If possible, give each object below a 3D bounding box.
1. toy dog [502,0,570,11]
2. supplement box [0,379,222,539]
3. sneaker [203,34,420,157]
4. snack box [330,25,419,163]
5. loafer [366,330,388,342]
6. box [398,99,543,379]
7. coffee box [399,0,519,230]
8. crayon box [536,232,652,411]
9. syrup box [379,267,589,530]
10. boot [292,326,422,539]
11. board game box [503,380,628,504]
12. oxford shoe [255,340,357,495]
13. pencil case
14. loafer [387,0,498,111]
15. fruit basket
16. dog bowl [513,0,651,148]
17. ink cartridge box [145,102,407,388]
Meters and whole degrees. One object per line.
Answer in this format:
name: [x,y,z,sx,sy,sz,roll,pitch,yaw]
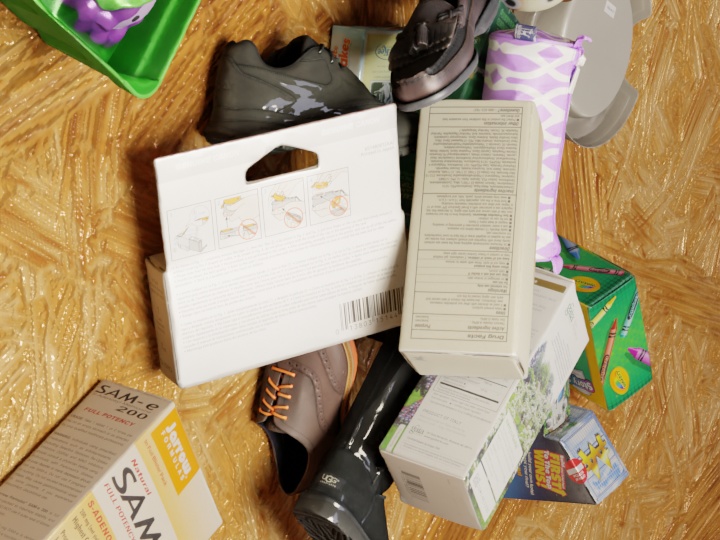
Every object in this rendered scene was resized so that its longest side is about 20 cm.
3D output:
toy dog: [0.146,-0.326,1.444,0.138,0.194,0.202,1,103,-10]
supplement box: [-0.194,0.191,1.152,0.200,0.073,0.127,-49,137,-35]
sneaker: [-0.026,-0.130,1.270,0.199,0.076,0.092,3,90,-41]
snack box: [0.043,-0.146,1.416,0.199,0.037,0.118,-9,108,-53]
loafer: [0.000,0.000,1.371,0.201,0.070,0.069,48,61,-49]
box: [0.087,-0.024,1.278,0.078,0.094,0.202,53,42,-70]
coffee box: [0.094,-0.118,1.425,0.123,0.044,0.202,37,72,-53]
crayon box: [0.168,0.028,1.501,0.058,0.200,0.120,-33,128,-22]
syrup box: [0.102,0.095,1.329,0.201,0.081,0.079,-58,147,-27]
boot: [0.027,0.147,1.375,0.201,0.065,0.165,-63,156,-25]
board game box: [0.139,0.126,1.493,0.062,0.198,0.202,-33,126,-44]
oxford shoe: [-0.048,0.092,1.334,0.072,0.071,0.202,-36,128,-39]
pencil case: [0.138,-0.104,1.378,0.084,0.085,0.202,-38,135,-70]
loafer: [0.056,-0.189,1.285,0.063,0.071,0.200,64,27,-23]
fruit basket: [-0.122,-0.224,1.021,0.155,0.214,0.217,44,65,-50]
dog bowl: [0.211,-0.223,1.613,0.199,0.058,0.202,-22,118,-51]
ink cartridge box: [-0.060,-0.023,1.233,0.198,0.045,0.178,-15,113,-25]
